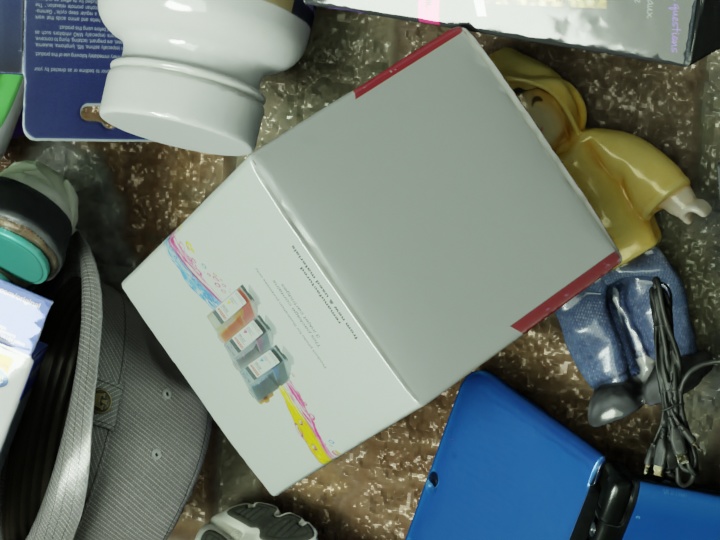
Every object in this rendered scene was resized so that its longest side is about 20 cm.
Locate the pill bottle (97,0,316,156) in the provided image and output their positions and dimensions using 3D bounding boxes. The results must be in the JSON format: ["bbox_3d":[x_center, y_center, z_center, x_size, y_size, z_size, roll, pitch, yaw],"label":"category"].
[{"bbox_3d":[-0.072,-0.165,1.280,0.111,0.111,0.201,10,83,15],"label":"pill bottle"}]

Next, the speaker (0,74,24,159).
[{"bbox_3d":[-0.206,-0.150,1.356,0.088,0.088,0.200,23,96,12],"label":"speaker"}]

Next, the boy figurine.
[{"bbox_3d":[0.120,-0.026,1.307,0.124,0.064,0.200,-19,98,22],"label":"boy figurine"}]

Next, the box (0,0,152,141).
[{"bbox_3d":[-0.138,-0.168,1.314,0.032,0.121,0.201,4,94,43],"label":"box"}]

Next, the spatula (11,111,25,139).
[{"bbox_3d":[-0.153,-0.113,1.395,0.199,0.021,0.057,-13,93,18],"label":"spatula"}]

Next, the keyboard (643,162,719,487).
[{"bbox_3d":[0.202,0.044,1.259,0.127,0.021,0.201,-4,91,16],"label":"keyboard"}]

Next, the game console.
[{"bbox_3d":[0.120,0.175,1.364,0.170,0.118,0.200,11,113,-17],"label":"game console"}]

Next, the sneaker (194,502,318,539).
[{"bbox_3d":[-0.008,0.204,1.379,0.200,0.081,0.084,37,152,27],"label":"sneaker"}]

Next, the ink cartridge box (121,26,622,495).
[{"bbox_3d":[0.000,0.000,1.260,0.145,0.145,0.200,55,152,0],"label":"ink cartridge box"}]

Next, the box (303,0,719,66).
[{"bbox_3d":[0.086,-0.173,1.255,0.199,0.122,0.106,11,103,14],"label":"box"}]

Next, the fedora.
[{"bbox_3d":[-0.136,0.082,1.374,0.090,0.200,0.177,13,150,-18],"label":"fedora"}]

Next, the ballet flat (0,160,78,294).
[{"bbox_3d":[-0.189,-0.023,1.350,0.073,0.200,0.073,4,76,-14],"label":"ballet flat"}]

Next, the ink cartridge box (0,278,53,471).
[{"bbox_3d":[-0.248,0.080,1.352,0.119,0.042,0.200,23,106,3],"label":"ink cartridge box"}]
